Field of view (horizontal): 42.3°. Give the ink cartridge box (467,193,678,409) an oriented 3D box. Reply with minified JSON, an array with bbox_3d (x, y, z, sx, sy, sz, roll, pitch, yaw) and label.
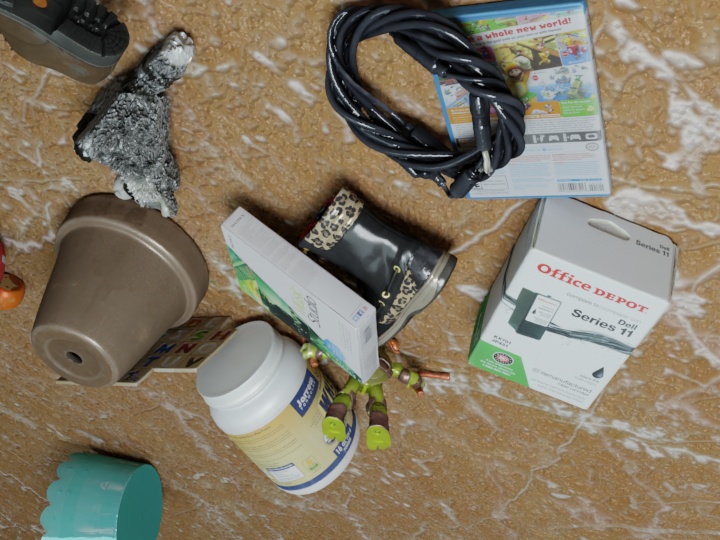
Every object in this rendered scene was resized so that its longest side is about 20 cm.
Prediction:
[{"bbox_3d":[0.210,0.035,0.946,0.145,0.084,0.201,21,139,2],"label":"ink cartridge box"}]

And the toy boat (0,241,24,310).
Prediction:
[{"bbox_3d":[-0.525,0.022,1.275,0.129,0.132,0.199,10,151,-35],"label":"toy boat"}]

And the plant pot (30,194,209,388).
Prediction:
[{"bbox_3d":[-0.304,0.039,1.125,0.197,0.176,0.202,12,138,11],"label":"plant pot"}]

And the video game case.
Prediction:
[{"bbox_3d":[0.142,-0.146,0.831,0.141,0.018,0.202,1,136,25],"label":"video game case"}]

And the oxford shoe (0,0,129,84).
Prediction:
[{"bbox_3d":[-0.310,-0.231,0.831,0.199,0.073,0.084,36,141,-14],"label":"oxford shoe"}]

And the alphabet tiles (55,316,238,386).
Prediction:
[{"bbox_3d":[-0.261,0.100,1.183,0.197,0.167,0.008,-3,114,27],"label":"alphabet tiles"}]

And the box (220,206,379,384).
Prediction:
[{"bbox_3d":[-0.065,0.030,1.033,0.199,0.036,0.145,37,158,21],"label":"box"}]

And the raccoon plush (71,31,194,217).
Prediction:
[{"bbox_3d":[-0.202,-0.134,0.956,0.199,0.098,0.134,-23,130,41],"label":"raccoon plush"}]

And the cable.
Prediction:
[{"bbox_3d":[0.051,-0.152,0.816,0.200,0.051,0.163,45,149,-9],"label":"cable"}]

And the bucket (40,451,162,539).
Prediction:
[{"bbox_3d":[-0.433,0.415,1.585,0.132,0.209,0.209,3,137,13],"label":"bucket"}]

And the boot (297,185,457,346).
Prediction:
[{"bbox_3d":[0.000,0.000,1.017,0.150,0.074,0.200,36,147,-7],"label":"boot"}]

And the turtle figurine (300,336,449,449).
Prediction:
[{"bbox_3d":[0.017,0.130,1.100,0.197,0.163,0.065,21,132,-9],"label":"turtle figurine"}]

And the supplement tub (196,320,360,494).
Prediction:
[{"bbox_3d":[-0.105,0.176,1.203,0.143,0.146,0.201,-12,129,35],"label":"supplement tub"}]
